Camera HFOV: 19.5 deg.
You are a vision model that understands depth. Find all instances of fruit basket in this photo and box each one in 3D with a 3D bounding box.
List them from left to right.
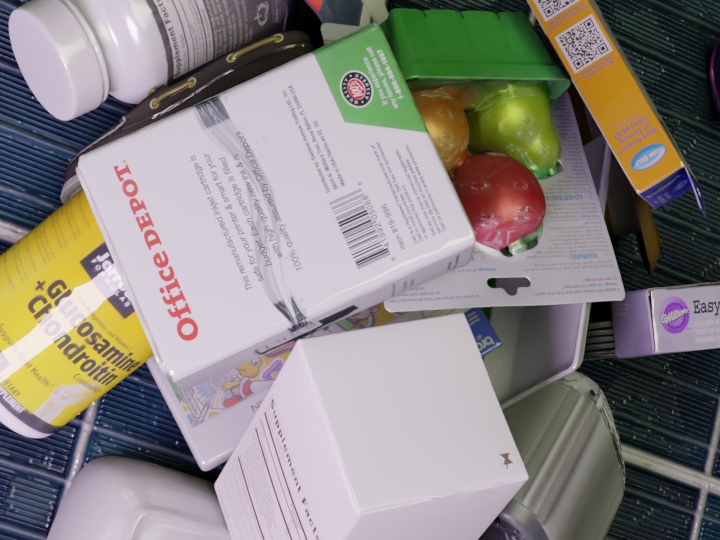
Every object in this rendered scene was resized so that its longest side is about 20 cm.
[{"bbox_3d":[0.070,-0.067,1.358,0.184,0.094,0.202,-3,73,-29],"label":"fruit basket"}]

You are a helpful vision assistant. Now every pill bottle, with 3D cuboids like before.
[{"bbox_3d":[-0.164,0.008,1.343,0.199,0.112,0.112,-38,101,9],"label":"pill bottle"},{"bbox_3d":[-0.135,-0.181,1.426,0.199,0.111,0.111,-30,96,-25],"label":"pill bottle"}]

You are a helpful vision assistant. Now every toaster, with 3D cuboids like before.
[{"bbox_3d":[0.114,0.149,1.472,0.130,0.113,0.201,-57,148,-26],"label":"toaster"}]

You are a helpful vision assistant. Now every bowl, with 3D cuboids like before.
[{"bbox_3d":[-0.121,0.238,1.402,0.198,0.075,0.202,22,76,-21],"label":"bowl"}]

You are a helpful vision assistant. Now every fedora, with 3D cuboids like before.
[{"bbox_3d":[0.164,-0.086,1.544,0.081,0.201,0.203,-14,90,7],"label":"fedora"}]

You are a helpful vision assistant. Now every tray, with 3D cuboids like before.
[{"bbox_3d":[0.131,0.007,1.429,0.022,0.107,0.201,30,52,-23],"label":"tray"}]

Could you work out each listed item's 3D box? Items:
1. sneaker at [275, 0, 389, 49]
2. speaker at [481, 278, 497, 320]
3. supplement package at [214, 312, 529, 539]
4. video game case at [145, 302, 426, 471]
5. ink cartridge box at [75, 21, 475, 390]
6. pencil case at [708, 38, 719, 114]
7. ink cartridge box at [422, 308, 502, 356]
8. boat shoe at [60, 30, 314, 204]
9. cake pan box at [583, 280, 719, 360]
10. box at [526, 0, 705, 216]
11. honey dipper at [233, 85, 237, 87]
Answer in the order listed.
[{"bbox_3d":[-0.011,-0.146,1.426,0.084,0.075,0.201,-40,123,-10],"label":"sneaker"},{"bbox_3d":[0.064,-0.033,1.517,0.088,0.088,0.202,11,79,-24],"label":"speaker"},{"bbox_3d":[0.002,0.132,1.321,0.120,0.200,0.121,-8,62,-26],"label":"supplement package"},{"bbox_3d":[-0.073,0.006,1.420,0.181,0.023,0.201,-28,76,-8],"label":"video game case"},{"bbox_3d":[-0.050,-0.035,1.243,0.198,0.083,0.148,-23,81,-4],"label":"ink cartridge box"},{"bbox_3d":[0.380,-0.138,1.676,0.198,0.092,0.086,12,78,-25],"label":"pencil case"},{"bbox_3d":[0.000,0.000,1.454,0.119,0.042,0.201,-31,75,-3],"label":"ink cartridge box"},{"bbox_3d":[-0.112,-0.095,1.385,0.072,0.200,0.061,39,35,-55],"label":"boat shoe"},{"bbox_3d":[0.241,0.035,1.537,0.198,0.184,0.053,-4,85,-26],"label":"cake pan box"},{"bbox_3d":[0.167,-0.119,1.387,0.041,0.119,0.201,-28,80,11],"label":"box"},{"bbox_3d":[-0.019,-0.069,1.360,0.200,0.038,0.038,36,68,-43],"label":"honey dipper"}]
